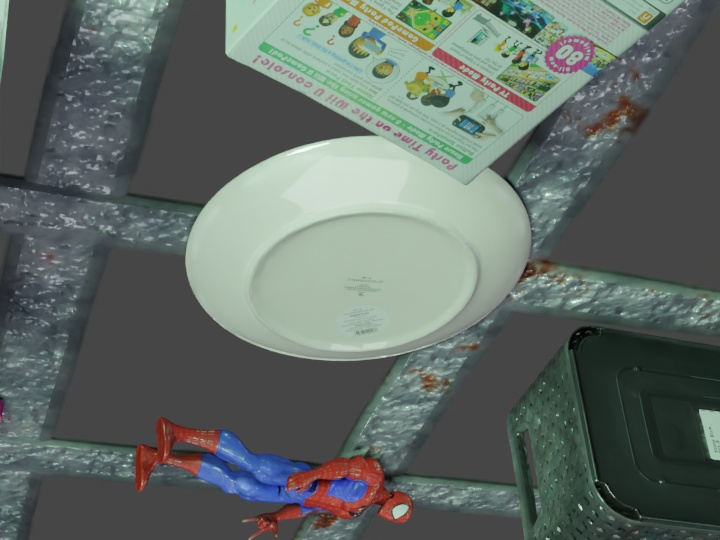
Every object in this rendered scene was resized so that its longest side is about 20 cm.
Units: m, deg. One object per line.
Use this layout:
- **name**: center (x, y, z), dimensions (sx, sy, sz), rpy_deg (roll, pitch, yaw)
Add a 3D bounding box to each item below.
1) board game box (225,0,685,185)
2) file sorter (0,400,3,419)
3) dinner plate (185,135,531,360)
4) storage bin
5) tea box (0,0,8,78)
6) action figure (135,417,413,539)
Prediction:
- **board game box**: center (0.057, -0.140, 0.621), dimensions (0.147, 0.065, 0.200), rpy_deg (25, 131, -32)
- **file sorter**: center (-0.320, 0.098, 0.825), dimensions (0.138, 0.126, 0.200), rpy_deg (-17, 141, 15)
- **dinner plate**: center (0.000, 0.000, 0.826), dimensions (0.198, 0.024, 0.201), rpy_deg (-3, 143, -2)
- **storage bin**: center (0.206, 0.126, 0.919), dimensions (0.198, 0.136, 0.094), rpy_deg (9, 140, -18)
- **tea box**: center (-0.271, -0.073, 0.605), dimensions (0.195, 0.135, 0.200), rpy_deg (15, 138, -26)
- **action figure**: center (-0.051, 0.146, 0.989), dimensions (0.198, 0.052, 0.066), rpy_deg (13, 135, -26)
